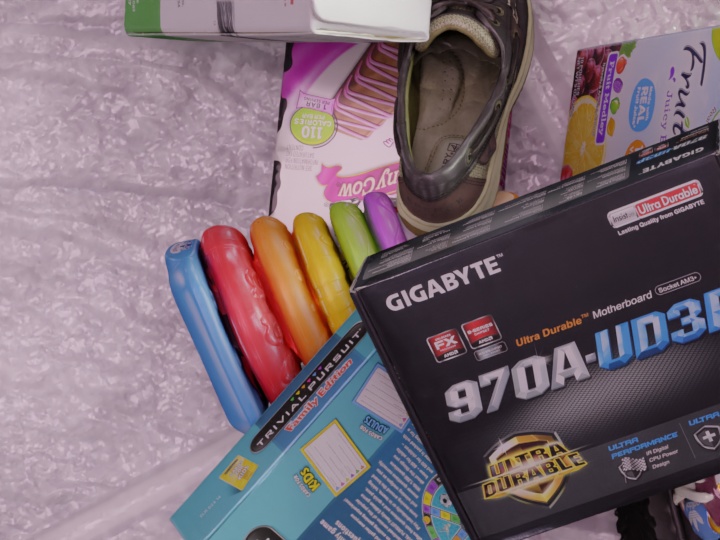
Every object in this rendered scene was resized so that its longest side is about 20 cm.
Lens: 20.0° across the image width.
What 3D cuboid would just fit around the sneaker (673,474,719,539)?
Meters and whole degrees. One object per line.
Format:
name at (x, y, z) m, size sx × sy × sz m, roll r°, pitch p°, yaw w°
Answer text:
sneaker at (0.179, 0.091, 1.071) m, size 0.198 × 0.075 × 0.091 m, roll 24°, pitch 83°, yaw -1°

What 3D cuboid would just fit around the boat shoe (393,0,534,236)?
boat shoe at (0.056, -0.117, 1.108) m, size 0.071 × 0.066 × 0.203 m, roll 7°, pitch 64°, yaw 7°

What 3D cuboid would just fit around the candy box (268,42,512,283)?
candy box at (0.021, -0.087, 1.202) m, size 0.135 × 0.061 × 0.202 m, roll 5°, pitch 88°, yaw 9°

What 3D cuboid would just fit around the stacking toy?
stacking toy at (0.000, 0.000, 1.127) m, size 0.198 × 0.116 × 0.111 m, roll -23°, pitch 98°, yaw 2°

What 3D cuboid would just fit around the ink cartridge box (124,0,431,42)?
ink cartridge box at (-0.045, -0.199, 1.124) m, size 0.083 × 0.199 × 0.148 m, roll 1°, pitch 96°, yaw -36°

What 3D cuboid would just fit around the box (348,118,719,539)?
box at (0.117, 0.036, 1.006) m, size 0.198 × 0.046 × 0.160 m, roll -20°, pitch 108°, yaw 19°

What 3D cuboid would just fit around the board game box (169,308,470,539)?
board game box at (0.019, 0.109, 1.097) m, size 0.200 × 0.047 × 0.151 m, roll -47°, pitch 118°, yaw -4°

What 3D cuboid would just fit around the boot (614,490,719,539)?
boot at (0.224, 0.109, 1.152) m, size 0.156 × 0.079 × 0.213 m, roll -16°, pitch 101°, yaw -10°

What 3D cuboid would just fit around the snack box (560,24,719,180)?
snack box at (0.177, -0.056, 1.111) m, size 0.052 × 0.200 × 0.144 m, roll 8°, pitch 88°, yaw -24°
